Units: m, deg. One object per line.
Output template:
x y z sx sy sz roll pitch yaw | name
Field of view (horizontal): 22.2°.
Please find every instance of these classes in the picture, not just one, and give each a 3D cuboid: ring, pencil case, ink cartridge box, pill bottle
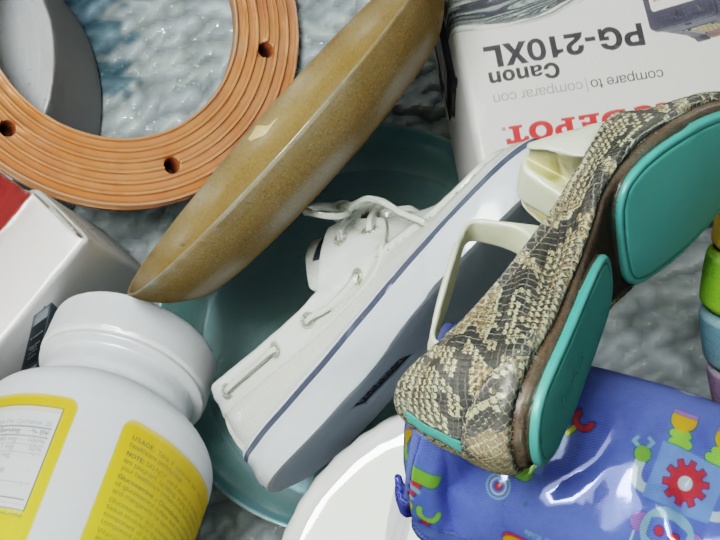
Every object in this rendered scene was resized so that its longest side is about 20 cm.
-0.126 -0.126 0.911 0.198 0.019 0.203 7 73 -22 | ring
0.108 0.088 0.682 0.198 0.078 0.088 18 68 12 | pencil case
-0.200 0.049 0.840 0.045 0.176 0.201 39 89 20 | ink cartridge box
0.105 -0.123 0.850 0.143 0.084 0.202 -9 70 -3 | ink cartridge box
-0.128 0.113 0.794 0.111 0.113 0.201 6 54 17 | pill bottle

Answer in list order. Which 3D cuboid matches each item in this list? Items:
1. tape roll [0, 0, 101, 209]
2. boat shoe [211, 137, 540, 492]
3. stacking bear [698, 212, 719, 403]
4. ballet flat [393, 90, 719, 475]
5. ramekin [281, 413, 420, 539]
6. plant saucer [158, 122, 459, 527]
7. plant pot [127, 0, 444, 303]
-0.238 -0.085 0.956 0.198 0.066 0.203 -4 72 13 | tape roll
0.002 0.000 0.785 0.086 0.074 0.202 52 121 18 | boat shoe
0.196 -0.013 0.748 0.112 0.121 0.203 5 102 22 | stacking bear
0.074 -0.009 0.675 0.075 0.068 0.200 18 49 28 | ballet flat
0.054 0.147 0.772 0.198 0.098 0.203 -1 82 9 | ramekin
-0.001 0.028 0.879 0.198 0.027 0.203 -5 72 14 | plant saucer
-0.027 -0.057 0.811 0.027 0.200 0.200 41 87 -9 | plant pot
